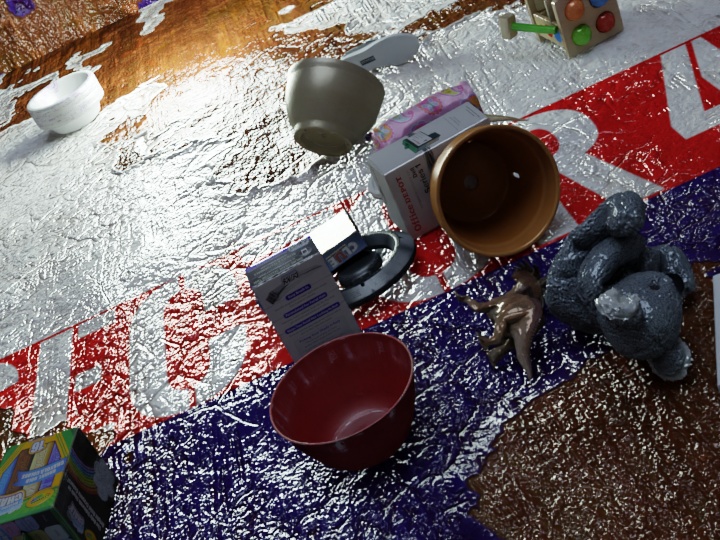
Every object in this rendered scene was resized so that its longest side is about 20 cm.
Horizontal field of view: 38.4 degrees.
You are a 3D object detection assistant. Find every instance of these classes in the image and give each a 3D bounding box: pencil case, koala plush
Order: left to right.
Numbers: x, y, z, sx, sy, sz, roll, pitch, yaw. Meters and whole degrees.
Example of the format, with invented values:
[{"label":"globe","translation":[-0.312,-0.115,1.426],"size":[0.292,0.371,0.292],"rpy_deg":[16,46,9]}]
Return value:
[{"label":"pencil case","translation":[0.113,-0.246,1.771],"size":[0.200,0.088,0.087],"rpy_deg":[-30,33,-3]},{"label":"koala plush","translation":[0.334,0.041,1.286],"size":[0.184,0.177,0.200],"rpy_deg":[-39,31,14]}]

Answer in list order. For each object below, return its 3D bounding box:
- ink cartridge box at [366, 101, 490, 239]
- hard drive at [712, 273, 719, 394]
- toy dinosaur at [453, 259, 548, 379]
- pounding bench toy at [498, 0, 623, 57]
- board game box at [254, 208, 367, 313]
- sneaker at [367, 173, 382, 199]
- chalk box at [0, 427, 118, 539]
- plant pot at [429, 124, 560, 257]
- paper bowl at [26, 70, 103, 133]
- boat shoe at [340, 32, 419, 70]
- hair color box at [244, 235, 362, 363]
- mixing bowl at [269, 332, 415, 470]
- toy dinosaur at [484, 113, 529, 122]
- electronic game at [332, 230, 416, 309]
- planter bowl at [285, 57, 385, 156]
[{"label":"ink cartridge box","translation":[0.131,-0.163,1.722],"size":[0.200,0.146,0.084],"rpy_deg":[-30,35,-5]},{"label":"hard drive","translation":[0.499,0.067,1.253],"size":[0.132,0.025,0.200],"rpy_deg":[-10,36,24]},{"label":"toy dinosaur","translation":[0.216,0.056,1.402],"size":[0.135,0.086,0.200],"rpy_deg":[-27,29,4]},{"label":"pounding bench toy","translation":[0.388,-0.496,2.032],"size":[0.200,0.124,0.156],"rpy_deg":[-29,33,-4]},{"label":"board game box","translation":[-0.089,-0.016,1.716],"size":[0.200,0.035,0.136],"rpy_deg":[-35,20,4]},{"label":"sneaker","translation":[0.101,-0.176,1.825],"size":[0.200,0.080,0.078],"rpy_deg":[-40,49,-16]},{"label":"chalk box","translation":[-0.432,0.339,1.422],"size":[0.124,0.125,0.200],"rpy_deg":[-17,32,13]},{"label":"plant pot","translation":[0.192,-0.129,1.610],"size":[0.200,0.200,0.140],"rpy_deg":[-30,15,-6]},{"label":"paper bowl","translation":[-0.786,-0.445,2.788],"size":[0.200,0.105,0.201],"rpy_deg":[-18,34,13]},{"label":"boat shoe","translation":[0.041,-0.490,2.321],"size":[0.200,0.072,0.068],"rpy_deg":[-19,34,23]},{"label":"hair color box","translation":[-0.073,0.062,1.492],"size":[0.109,0.200,0.065],"rpy_deg":[-28,33,-3]},{"label":"mixing bowl","translation":[-0.007,0.187,1.357],"size":[0.200,0.109,0.200],"rpy_deg":[-18,34,12]},{"label":"toy dinosaur","translation":[0.200,-0.273,1.910],"size":[0.200,0.058,0.101],"rpy_deg":[2,41,37]},{"label":"electronic game","translation":[0.000,0.000,1.676],"size":[0.200,0.042,0.200],"rpy_deg":[-24,26,13]},{"label":"planter bowl","translation":[-0.062,-0.309,2.043],"size":[0.200,0.200,0.135],"rpy_deg":[-1,67,34]}]
